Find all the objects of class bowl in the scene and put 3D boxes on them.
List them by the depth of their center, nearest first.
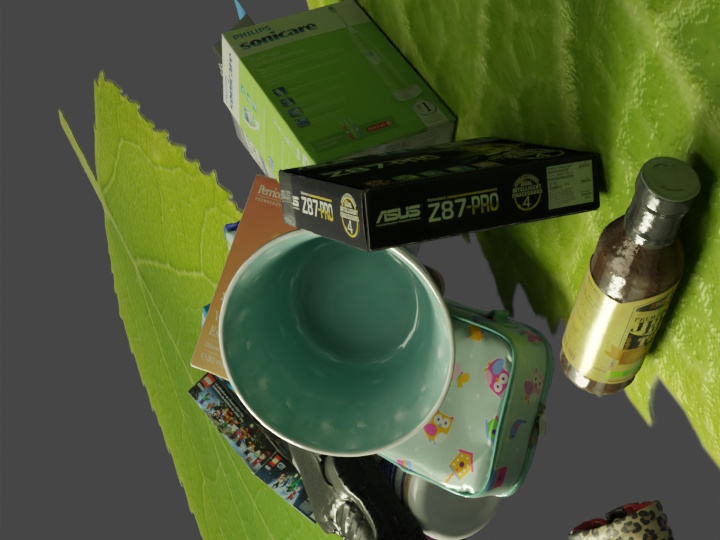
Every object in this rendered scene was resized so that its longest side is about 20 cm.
[{"bbox_3d":[-0.011,0.042,0.991,0.105,0.197,0.204,-60,-40,-66],"label":"bowl"}]

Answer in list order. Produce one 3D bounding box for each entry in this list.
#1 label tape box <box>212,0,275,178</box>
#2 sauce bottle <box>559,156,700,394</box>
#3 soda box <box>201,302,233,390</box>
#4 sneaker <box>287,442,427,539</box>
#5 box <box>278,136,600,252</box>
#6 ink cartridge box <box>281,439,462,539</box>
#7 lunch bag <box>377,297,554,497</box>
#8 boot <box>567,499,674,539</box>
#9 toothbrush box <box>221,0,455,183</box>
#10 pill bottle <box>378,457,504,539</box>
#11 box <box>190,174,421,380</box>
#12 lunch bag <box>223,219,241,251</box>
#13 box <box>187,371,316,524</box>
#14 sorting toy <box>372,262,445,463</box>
[{"bbox_3d":[-0.116,-0.196,1.347,0.201,0.063,0.145,54,165,36],"label":"label tape box"},{"bbox_3d":[0.188,0.007,0.817,0.065,0.064,0.202,56,156,32],"label":"sauce bottle"},{"bbox_3d":[-0.142,0.082,1.349,0.065,0.067,0.200,61,164,13],"label":"soda box"},{"bbox_3d":[-0.002,0.240,1.151,0.202,0.059,0.104,61,149,11],"label":"sneaker"},{"bbox_3d":[0.057,-0.062,0.891,0.161,0.197,0.050,-162,63,-64],"label":"box"},{"bbox_3d":[0.033,0.252,1.296,0.044,0.198,0.197,-58,45,17],"label":"ink cartridge box"},{"bbox_3d":[0.080,0.104,1.051,0.198,0.076,0.163,18,94,44],"label":"lunch bag"},{"bbox_3d":[0.218,0.276,0.959,0.153,0.072,0.200,65,154,10],"label":"boot"},{"bbox_3d":[-0.025,-0.150,1.091,0.201,0.144,0.087,54,153,33],"label":"toothbrush box"},{"bbox_3d":[0.056,0.184,1.215,0.199,0.114,0.118,31,137,57],"label":"pill bottle"},{"bbox_3d":[-0.052,0.029,1.147,0.150,0.106,0.203,16,85,35],"label":"box"},{"bbox_3d":[-0.077,0.028,1.416,0.172,0.126,0.200,60,174,19],"label":"lunch bag"},{"bbox_3d":[-0.112,0.208,1.362,0.137,0.038,0.200,45,174,32],"label":"box"},{"bbox_3d":[-0.016,0.071,1.202,0.184,0.036,0.203,21,93,42],"label":"sorting toy"}]
